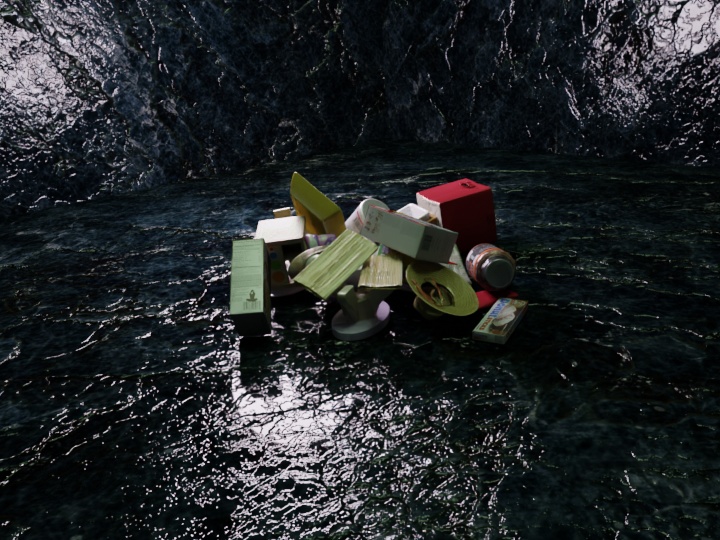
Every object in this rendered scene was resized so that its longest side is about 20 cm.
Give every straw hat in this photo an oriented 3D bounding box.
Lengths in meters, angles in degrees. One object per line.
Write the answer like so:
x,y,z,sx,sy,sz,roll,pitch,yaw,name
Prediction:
0.170,0.068,1.494,0.200,0.085,0.202,21,31,-13,straw hat

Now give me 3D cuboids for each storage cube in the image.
0.298,-0.164,1.990,0.179,0.201,0.171,-17,23,-15,storage cube

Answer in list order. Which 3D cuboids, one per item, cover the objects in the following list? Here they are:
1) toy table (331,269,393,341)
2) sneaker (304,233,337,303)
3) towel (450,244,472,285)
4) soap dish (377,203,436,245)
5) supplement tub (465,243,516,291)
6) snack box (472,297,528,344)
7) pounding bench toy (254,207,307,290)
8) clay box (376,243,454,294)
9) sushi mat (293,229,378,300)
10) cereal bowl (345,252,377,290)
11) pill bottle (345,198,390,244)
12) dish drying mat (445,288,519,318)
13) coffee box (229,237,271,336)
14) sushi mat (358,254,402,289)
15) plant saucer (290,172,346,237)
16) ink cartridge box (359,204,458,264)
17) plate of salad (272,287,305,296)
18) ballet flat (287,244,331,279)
-0.003,0.070,1.505,0.182,0.118,0.200,0,21,11,toy table
-0.076,-0.009,1.609,0.088,0.201,0.081,-18,33,-11,sneaker
0.192,-0.022,1.736,0.191,0.035,0.201,1,37,-9,towel
0.125,-0.116,1.966,0.199,0.082,0.157,-32,25,-9,soap dish
0.331,-0.008,1.622,0.106,0.108,0.200,-3,8,1,supplement tub
0.322,0.112,1.461,0.071,0.024,0.200,6,22,28,snack box
-0.194,-0.058,1.693,0.123,0.157,0.200,-7,31,3,pounding bench toy
0.133,0.003,1.632,0.199,0.048,0.115,16,43,2,clay box
-0.053,-0.016,1.467,0.095,0.012,0.200,31,57,24,sushi mat
0.000,0.000,1.746,0.199,0.084,0.200,-3,19,1,cereal bowl
0.002,-0.109,1.871,0.113,0.114,0.200,-21,-16,-40,pill bottle
0.288,0.077,1.577,0.199,0.018,0.077,-14,21,-27,dish drying mat
-0.254,0.038,1.499,0.079,0.115,0.201,-5,58,-1,coffee box
0.048,0.002,1.468,0.095,0.012,0.200,0,21,4,sushi mat
-0.113,-0.133,1.690,0.048,0.201,0.200,-38,57,-18,plant saucer
0.132,-0.087,1.592,0.175,0.084,0.199,9,12,-45,ink cartridge box
-0.209,0.023,1.762,0.199,0.048,0.200,-5,31,3,plate of salad
-0.077,-0.028,1.522,0.199,0.068,0.067,-26,22,-14,ballet flat
